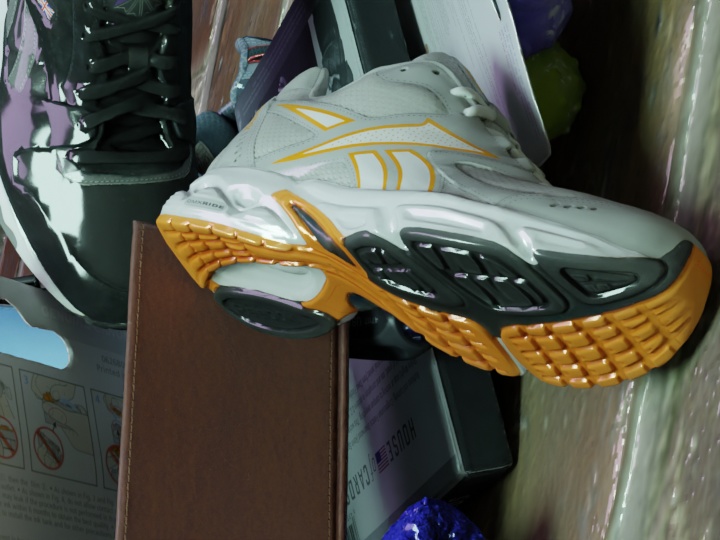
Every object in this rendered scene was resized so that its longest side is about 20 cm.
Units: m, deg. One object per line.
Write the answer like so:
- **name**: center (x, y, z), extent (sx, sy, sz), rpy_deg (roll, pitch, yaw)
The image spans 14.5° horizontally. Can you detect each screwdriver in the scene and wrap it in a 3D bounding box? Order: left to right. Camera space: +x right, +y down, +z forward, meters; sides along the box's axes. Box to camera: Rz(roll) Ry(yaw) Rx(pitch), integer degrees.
- **screwdriver**: center (0.042, 0.010, 0.904), extent (0.200, 0.028, 0.029), rpy_deg (-13, 53, 56)

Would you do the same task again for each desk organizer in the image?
- **desk organizer**: center (-0.052, 0.090, 0.913), extent (0.072, 0.076, 0.201), rpy_deg (130, 146, -54)

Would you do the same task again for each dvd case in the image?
- **dvd case**: center (0.000, 0.000, 1.044), extent (0.150, 0.025, 0.201), rpy_deg (129, 130, -64)

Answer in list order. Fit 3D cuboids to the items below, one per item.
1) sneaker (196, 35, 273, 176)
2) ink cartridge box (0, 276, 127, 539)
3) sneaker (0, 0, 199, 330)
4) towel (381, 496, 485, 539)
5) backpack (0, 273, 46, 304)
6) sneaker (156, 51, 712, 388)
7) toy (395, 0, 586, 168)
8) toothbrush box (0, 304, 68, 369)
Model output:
- **sneaker**: center (-0.049, -0.039, 1.295), extent (0.201, 0.095, 0.080), rpy_deg (115, 164, -44)
- **ink cartridge box**: center (-0.124, 0.100, 0.941), extent (0.050, 0.162, 0.201), rpy_deg (-26, 63, 29)
- **sneaker**: center (-0.091, -0.081, 0.975), extent (0.088, 0.075, 0.201), rpy_deg (144, 117, -66)
- **towel**: center (-0.008, 0.179, 0.916), extent (0.200, 0.049, 0.149), rpy_deg (126, 143, -51)
- **backpack**: center (-0.104, 0.114, 1.214), extent (0.201, 0.176, 0.151), rpy_deg (-97, 1, -46)
- **sneaker**: center (0.028, -0.027, 0.855), extent (0.199, 0.076, 0.092), rpy_deg (10, 60, 41)
- **toy**: center (0.047, -0.079, 0.977), extent (0.200, 0.047, 0.116), rpy_deg (128, 123, -77)
- **toothbrush box**: center (-0.116, 0.118, 1.072), extent (0.085, 0.145, 0.202), rpy_deg (28, -114, -67)
